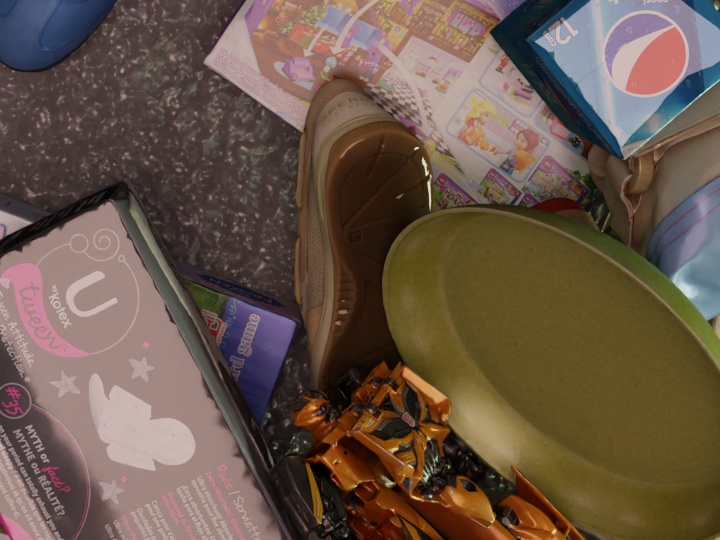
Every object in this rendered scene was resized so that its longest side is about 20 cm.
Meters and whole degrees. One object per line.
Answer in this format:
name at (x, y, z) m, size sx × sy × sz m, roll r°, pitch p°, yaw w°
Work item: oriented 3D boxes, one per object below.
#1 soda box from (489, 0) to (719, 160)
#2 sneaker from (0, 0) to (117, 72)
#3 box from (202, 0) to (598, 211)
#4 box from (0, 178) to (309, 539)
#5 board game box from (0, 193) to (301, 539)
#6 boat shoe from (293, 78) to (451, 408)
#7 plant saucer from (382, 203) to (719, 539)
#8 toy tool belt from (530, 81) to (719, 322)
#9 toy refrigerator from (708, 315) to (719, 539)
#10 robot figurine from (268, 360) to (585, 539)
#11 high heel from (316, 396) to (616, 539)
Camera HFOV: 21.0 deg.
soda box at (0.107, -0.100, 0.849) m, size 0.068 × 0.200 × 0.064 m, roll -40°, pitch 97°, yaw 5°
sneaker at (-0.122, -0.182, 0.938) m, size 0.066 × 0.078 × 0.200 m, roll 37°, pitch 98°, yaw -8°
box at (0.041, -0.103, 0.970) m, size 0.200 × 0.039 × 0.137 m, roll 35°, pitch 98°, yaw -5°
box at (-0.113, 0.071, 0.908) m, size 0.114 × 0.132 × 0.201 m, roll -26°, pitch 98°, yaw 0°
board game box at (-0.156, 0.079, 0.996) m, size 0.199 × 0.041 × 0.201 m, roll 20°, pitch 99°, yaw -3°
boat shoe at (0.000, 0.000, 0.959) m, size 0.072 × 0.065 × 0.201 m, roll -15°, pitch 130°, yaw -15°
plant saucer at (0.099, 0.043, 0.888) m, size 0.200 × 0.200 × 0.031 m, roll 49°, pitch 58°, yaw -7°
toy tool belt at (0.163, -0.020, 0.880) m, size 0.200 × 0.125 × 0.123 m, roll -39°, pitch 61°, yaw 23°
toy refrigerator at (0.203, 0.053, 0.980) m, size 0.076 × 0.070 × 0.201 m, roll 11°, pitch 98°, yaw -2°
robot figurine at (0.047, 0.124, 0.903) m, size 0.200 × 0.145 × 0.058 m, roll 45°, pitch 119°, yaw -4°
high heel at (0.074, 0.167, 1.002) m, size 0.142 × 0.071 × 0.201 m, roll -27°, pitch 94°, yaw 9°
